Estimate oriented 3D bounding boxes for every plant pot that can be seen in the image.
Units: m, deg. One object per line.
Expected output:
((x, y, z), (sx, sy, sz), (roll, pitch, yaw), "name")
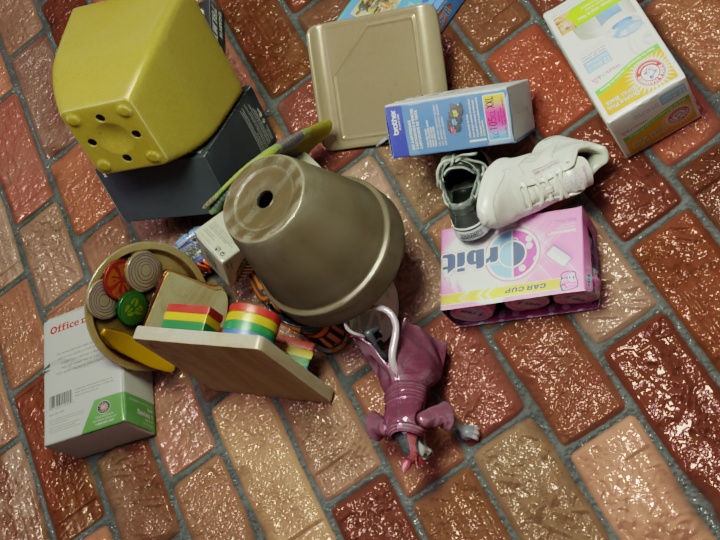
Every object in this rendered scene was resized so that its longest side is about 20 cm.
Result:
((-0.311, -0.247, 1.524), (0.194, 0.196, 0.200), (-7, 44, 23), "plant pot")
((-0.071, -0.052, 1.346), (0.200, 0.174, 0.200), (-13, 61, 25), "plant pot")

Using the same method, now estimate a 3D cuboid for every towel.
((-0.125, -0.147, 1.541), (0.144, 0.200, 0.023), (-38, 90, 34), "towel")

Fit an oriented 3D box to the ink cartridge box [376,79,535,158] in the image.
((0.119, -0.201, 1.460), (0.200, 0.136, 0.076), (-3, 102, 22), "ink cartridge box")

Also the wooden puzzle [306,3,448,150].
((0.028, -0.275, 1.579), (0.200, 0.037, 0.185), (-5, 99, 24), "wooden puzzle")

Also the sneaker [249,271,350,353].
((-0.101, 0.029, 1.505), (0.200, 0.112, 0.078), (35, 87, 36), "sneaker")

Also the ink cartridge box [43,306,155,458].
((-0.386, 0.157, 1.618), (0.146, 0.084, 0.200), (-19, 61, 20), "ink cartridge box")

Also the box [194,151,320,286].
((-0.131, -0.072, 1.544), (0.200, 0.082, 0.068), (-38, 67, -14), "box")

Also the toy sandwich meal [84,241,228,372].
((-0.287, 0.056, 1.547), (0.070, 0.205, 0.205), (6, 69, 60), "toy sandwich meal")

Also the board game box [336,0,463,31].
((0.061, -0.394, 1.646), (0.152, 0.045, 0.200), (34, 87, 34), "board game box")

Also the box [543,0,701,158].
((0.335, -0.263, 1.407), (0.112, 0.101, 0.200), (-30, 58, 14), "box")

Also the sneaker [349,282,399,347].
((0.000, 0.000, 1.462), (0.076, 0.115, 0.201), (-6, 66, 26), "sneaker")

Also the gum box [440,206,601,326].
((0.204, -0.004, 1.383), (0.200, 0.066, 0.114), (-9, 63, 25), "gum box")

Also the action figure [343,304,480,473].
((0.062, 0.152, 1.352), (0.134, 0.149, 0.200), (-15, 48, 15), "action figure")

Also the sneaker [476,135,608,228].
((0.225, -0.115, 1.362), (0.200, 0.075, 0.100), (-35, 27, -29), "sneaker")

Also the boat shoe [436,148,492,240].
((0.132, -0.121, 1.432), (0.074, 0.068, 0.199), (-15, 35, 19), "boat shoe")

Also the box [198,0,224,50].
((-0.317, -0.329, 1.818), (0.198, 0.050, 0.200), (-18, 61, 20), "box")

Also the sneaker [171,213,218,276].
((-0.209, -0.032, 1.616), (0.200, 0.075, 0.078), (-41, 59, 8), "sneaker")

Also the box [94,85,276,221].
((-0.260, -0.174, 1.645), (0.200, 0.104, 0.182), (-3, 39, 27), "box")

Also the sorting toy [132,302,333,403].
((-0.158, 0.102, 1.452), (0.199, 0.200, 0.070), (3, 66, 29), "sorting toy")
